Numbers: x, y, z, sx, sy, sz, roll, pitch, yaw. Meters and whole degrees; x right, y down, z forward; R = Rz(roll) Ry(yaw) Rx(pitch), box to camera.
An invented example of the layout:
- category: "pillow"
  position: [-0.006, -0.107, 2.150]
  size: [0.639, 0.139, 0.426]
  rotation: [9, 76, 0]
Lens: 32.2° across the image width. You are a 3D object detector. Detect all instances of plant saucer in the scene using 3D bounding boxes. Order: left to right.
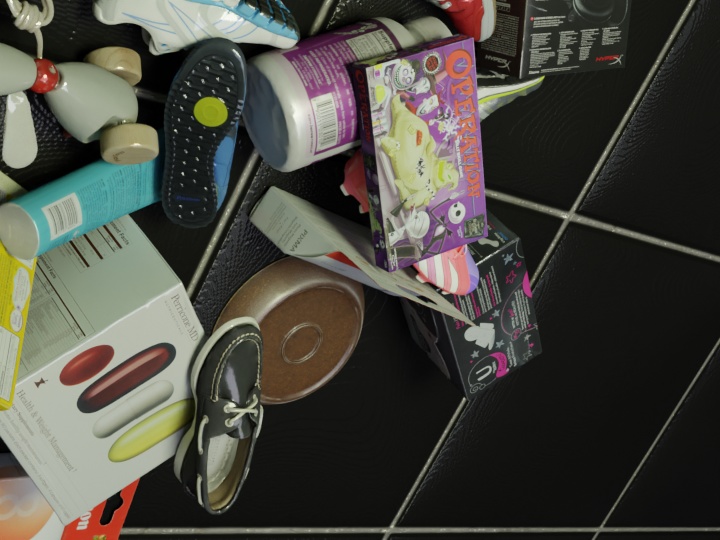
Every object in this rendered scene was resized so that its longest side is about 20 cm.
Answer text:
- category: "plant saucer"
  position: [-0.072, 0.073, 1.380]
  size: [0.199, 0.034, 0.201]
  rotation: [-21, 133, -25]

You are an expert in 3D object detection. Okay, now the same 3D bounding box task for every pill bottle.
- category: "pill bottle"
  position: [-0.007, -0.175, 1.184]
  size: [0.199, 0.112, 0.113]
  rotation: [-22, 133, -25]

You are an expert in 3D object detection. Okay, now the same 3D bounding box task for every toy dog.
- category: "toy dog"
  position: [-0.257, -0.142, 1.022]
  size: [0.096, 0.133, 0.200]
  rotation: [-20, 143, 30]

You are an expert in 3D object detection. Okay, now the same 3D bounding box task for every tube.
- category: "tube"
  position: [-0.229, -0.069, 1.102]
  size: [0.200, 0.050, 0.078]
  rotation: [-34, 147, -49]

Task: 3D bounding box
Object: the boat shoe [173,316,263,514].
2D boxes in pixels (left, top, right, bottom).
- category: "boat shoe"
  position: [-0.122, 0.136, 1.144]
  size: [0.074, 0.060, 0.201]
  rotation: [-3, 125, -39]

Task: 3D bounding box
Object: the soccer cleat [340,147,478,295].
- category: "soccer cleat"
  position: [0.064, -0.050, 1.238]
  size: [0.076, 0.067, 0.200]
  rotation: [-30, 119, 30]

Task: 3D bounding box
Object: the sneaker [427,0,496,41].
- category: "sneaker"
  position: [0.056, -0.281, 1.182]
  size: [0.112, 0.071, 0.200]
  rotation: [-38, 130, -15]

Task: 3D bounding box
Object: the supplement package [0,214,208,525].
- category: "supplement package"
  position: [-0.250, 0.087, 1.160]
  size: [0.199, 0.147, 0.192]
  rotation: [-33, 137, -13]

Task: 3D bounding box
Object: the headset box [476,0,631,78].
- category: "headset box"
  position: [0.200, -0.303, 1.256]
  size: [0.148, 0.077, 0.201]
  rotation: [-12, 113, -33]

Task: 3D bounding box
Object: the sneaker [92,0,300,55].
- category: "sneaker"
  position: [-0.143, -0.221, 1.079]
  size: [0.199, 0.075, 0.087]
  rotation: [14, 123, -39]

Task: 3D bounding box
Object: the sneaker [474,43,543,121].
- category: "sneaker"
  position: [0.107, -0.178, 1.318]
  size: [0.199, 0.074, 0.081]
  rotation: [-23, 149, -21]

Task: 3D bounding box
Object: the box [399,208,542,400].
- category: "box"
  position: [0.113, 0.024, 1.419]
  size: [0.114, 0.132, 0.201]
  rotation: [-31, 137, -13]

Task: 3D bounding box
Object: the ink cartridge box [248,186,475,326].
- category: "ink cartridge box"
  position: [0.000, 0.000, 1.256]
  size: [0.162, 0.200, 0.057]
  rotation: [22, 110, -46]

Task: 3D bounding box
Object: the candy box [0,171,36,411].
- category: "candy box"
  position: [-0.314, 0.006, 1.030]
  size: [0.026, 0.201, 0.102]
  rotation: [-16, 145, 27]

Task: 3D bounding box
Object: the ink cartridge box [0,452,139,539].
- category: "ink cartridge box"
  position: [-0.323, 0.265, 1.312]
  size: [0.199, 0.050, 0.163]
  rotation: [4, 118, -37]

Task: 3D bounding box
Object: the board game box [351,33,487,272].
- category: "board game box"
  position: [0.059, -0.109, 1.166]
  size: [0.120, 0.032, 0.201]
  rotation: [-23, 119, -29]

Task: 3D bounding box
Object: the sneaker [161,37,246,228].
- category: "sneaker"
  position: [-0.141, -0.134, 1.127]
  size: [0.066, 0.079, 0.201]
  rotation: [12, 131, -5]
